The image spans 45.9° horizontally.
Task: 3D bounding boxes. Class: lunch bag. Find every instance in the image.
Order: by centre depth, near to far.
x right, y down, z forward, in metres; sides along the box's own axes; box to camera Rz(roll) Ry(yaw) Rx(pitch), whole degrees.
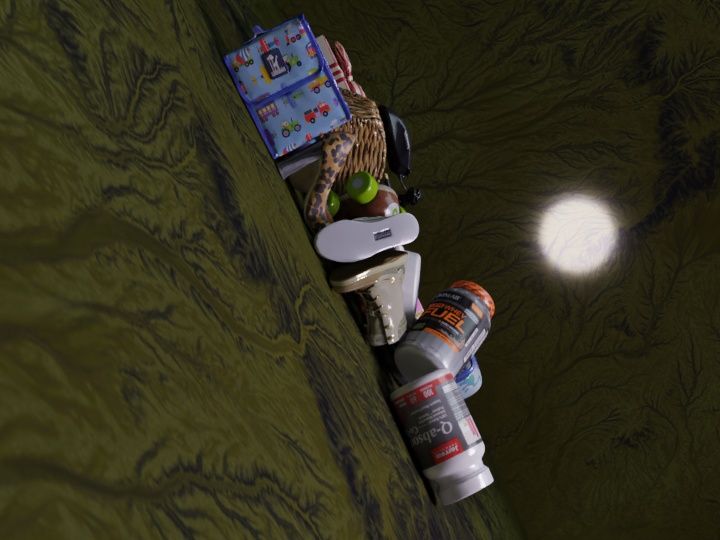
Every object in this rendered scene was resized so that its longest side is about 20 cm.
[{"bbox_3d":[-0.124,-0.315,1.411,0.202,0.149,0.094,62,6,-19],"label":"lunch bag"},{"bbox_3d":[0.163,0.193,1.794,0.083,0.159,0.201,60,8,-37],"label":"lunch bag"}]

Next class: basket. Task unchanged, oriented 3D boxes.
[{"bbox_3d":[-0.031,-0.241,1.633,0.150,0.141,0.202,-109,-156,-51],"label":"basket"}]

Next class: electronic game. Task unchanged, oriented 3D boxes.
[{"bbox_3d":[0.062,0.141,1.692,0.202,0.041,0.200,63,5,-10],"label":"electronic game"}]

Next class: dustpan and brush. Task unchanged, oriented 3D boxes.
[{"bbox_3d":[0.082,-0.011,1.579,0.140,0.056,0.202,-76,169,-57],"label":"dustpan and brush"}]

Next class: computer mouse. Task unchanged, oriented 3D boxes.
[{"bbox_3d":[0.072,-0.216,1.649,0.140,0.045,0.203,149,-78,-73],"label":"computer mouse"}]

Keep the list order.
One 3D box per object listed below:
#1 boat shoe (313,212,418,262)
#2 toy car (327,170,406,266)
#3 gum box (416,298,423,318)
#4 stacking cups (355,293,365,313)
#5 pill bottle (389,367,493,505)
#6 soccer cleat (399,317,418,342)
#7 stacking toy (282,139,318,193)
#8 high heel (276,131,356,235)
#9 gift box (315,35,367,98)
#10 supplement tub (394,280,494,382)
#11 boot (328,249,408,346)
[{"bbox_3d":[0.003,-0.059,1.455,0.065,0.198,0.073,-7,-80,62],"label":"boat shoe"},{"bbox_3d":[0.008,-0.047,1.565,0.164,0.156,0.202,39,36,-53],"label":"toy car"},{"bbox_3d":[0.076,0.070,1.836,0.115,0.066,0.200,63,-7,-16],"label":"gum box"},{"bbox_3d":[0.000,0.000,1.666,0.201,0.060,0.061,-107,170,-47],"label":"stacking cups"},{"bbox_3d":[0.138,0.275,1.415,0.202,0.115,0.116,65,6,11],"label":"pill bottle"},{"bbox_3d":[0.105,0.123,1.637,0.202,0.072,0.068,62,14,-14],"label":"soccer cleat"},{"bbox_3d":[-0.115,-0.224,1.541,0.086,0.085,0.201,59,1,-41],"label":"stacking toy"},{"bbox_3d":[-0.038,-0.132,1.450,0.201,0.141,0.072,61,6,-27],"label":"high heel"},{"bbox_3d":[-0.094,-0.376,1.793,0.186,0.185,0.200,64,7,-2],"label":"gift box"},{"bbox_3d":[0.159,0.118,1.561,0.121,0.200,0.123,26,-37,21],"label":"supplement tub"},{"bbox_3d":[0.020,0.056,1.457,0.199,0.071,0.157,-20,113,-54],"label":"boot"}]
